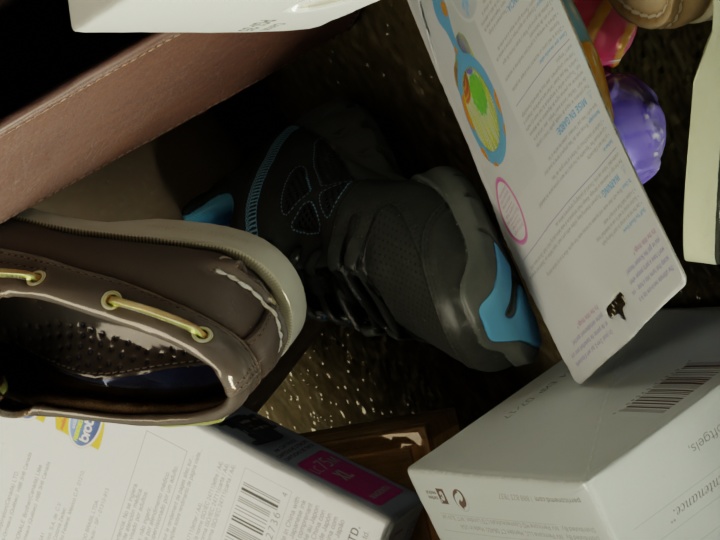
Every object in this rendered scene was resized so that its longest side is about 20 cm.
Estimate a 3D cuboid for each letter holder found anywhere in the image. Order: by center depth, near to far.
[{"bbox_3d":[-0.088,-0.112,0.891,0.101,0.200,0.142,53,153,10],"label":"letter holder"}]

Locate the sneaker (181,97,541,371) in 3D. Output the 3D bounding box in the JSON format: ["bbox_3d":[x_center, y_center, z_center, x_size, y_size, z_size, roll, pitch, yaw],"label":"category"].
[{"bbox_3d":[0.000,0.000,0.944,0.073,0.082,0.200,67,167,-22],"label":"sneaker"}]

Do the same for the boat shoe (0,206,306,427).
[{"bbox_3d":[-0.120,0.019,0.924,0.199,0.060,0.072,3,125,20],"label":"boat shoe"}]

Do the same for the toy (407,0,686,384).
[{"bbox_3d":[0.059,-0.076,0.832,0.201,0.047,0.115,64,163,11],"label":"toy"}]

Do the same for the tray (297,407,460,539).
[{"bbox_3d":[-0.049,0.119,1.015,0.199,0.037,0.099,-11,95,23],"label":"tray"}]

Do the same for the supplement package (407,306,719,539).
[{"bbox_3d":[0.124,0.125,0.866,0.109,0.114,0.201,-3,117,61],"label":"supplement package"}]

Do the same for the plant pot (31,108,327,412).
[{"bbox_3d":[-0.106,-0.005,1.083,0.174,0.200,0.200,39,153,-4],"label":"plant pot"}]

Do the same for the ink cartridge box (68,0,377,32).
[{"bbox_3d":[-0.040,-0.178,0.777,0.146,0.082,0.201,170,95,-69],"label":"ink cartridge box"}]

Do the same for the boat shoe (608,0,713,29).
[{"bbox_3d":[0.057,-0.153,0.743,0.074,0.069,0.201,20,134,52],"label":"boat shoe"}]

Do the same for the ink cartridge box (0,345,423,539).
[{"bbox_3d":[-0.085,0.097,0.985,0.199,0.042,0.120,25,109,14],"label":"ink cartridge box"}]

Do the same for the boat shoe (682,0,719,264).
[{"bbox_3d":[0.122,-0.092,0.710,0.063,0.074,0.202,6,119,15],"label":"boat shoe"}]
